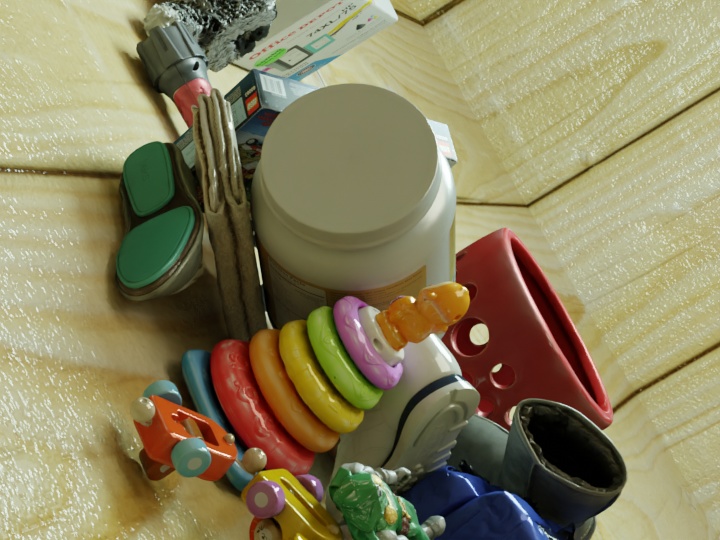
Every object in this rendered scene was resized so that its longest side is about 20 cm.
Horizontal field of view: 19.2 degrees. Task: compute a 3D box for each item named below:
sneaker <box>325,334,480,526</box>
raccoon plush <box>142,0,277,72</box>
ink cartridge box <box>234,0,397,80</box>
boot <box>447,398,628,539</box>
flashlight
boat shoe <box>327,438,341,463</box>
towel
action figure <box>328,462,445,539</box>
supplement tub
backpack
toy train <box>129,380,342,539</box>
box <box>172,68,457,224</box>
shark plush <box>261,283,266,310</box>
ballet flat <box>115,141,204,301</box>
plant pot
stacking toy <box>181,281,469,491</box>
[{"bbox_3d":[0.019,0.113,1.533,0.076,0.200,0.081,-18,62,-38],"label":"sneaker"},{"bbox_3d":[-0.158,-0.268,1.943,0.134,0.097,0.200,54,10,15],"label":"raccoon plush"},{"bbox_3d":[-0.077,-0.298,2.198,0.146,0.146,0.200,62,13,10],"label":"ink cartridge box"},{"bbox_3d":[0.119,0.143,1.637,0.181,0.073,0.200,28,-12,13],"label":"boot"},{"bbox_3d":[-0.121,-0.114,1.764,0.068,0.068,0.201,-16,71,-46],"label":"flashlight"},{"bbox_3d":[-0.003,0.124,1.675,0.067,0.072,0.200,22,1,13],"label":"boat shoe"},{"bbox_3d":[-0.094,-0.021,1.545,0.201,0.034,0.133,83,-3,-45],"label":"towel"},{"bbox_3d":[0.022,0.164,1.356,0.118,0.055,0.200,60,5,24],"label":"action figure"},{"bbox_3d":[-0.003,-0.026,1.517,0.200,0.144,0.145,86,-18,-59],"label":"supplement tub"},{"bbox_3d":[0.101,0.239,1.569,0.168,0.162,0.200,61,12,28],"label":"backpack"},{"bbox_3d":[-0.069,0.157,1.259,0.150,0.056,0.200,26,21,-43],"label":"toy train"},{"bbox_3d":[-0.043,-0.083,1.650,0.199,0.136,0.038,12,52,-39],"label":"box"},{"bbox_3d":[0.000,0.000,1.676,0.083,0.200,0.091,46,12,22],"label":"shark plush"},{"bbox_3d":[-0.132,-0.022,1.485,0.064,0.067,0.200,60,10,-31],"label":"ballet flat"},{"bbox_3d":[0.103,0.091,1.892,0.201,0.182,0.201,54,12,-18],"label":"plant pot"},{"bbox_3d":[-0.013,0.061,1.436,0.116,0.200,0.110,31,31,-59],"label":"stacking toy"}]
